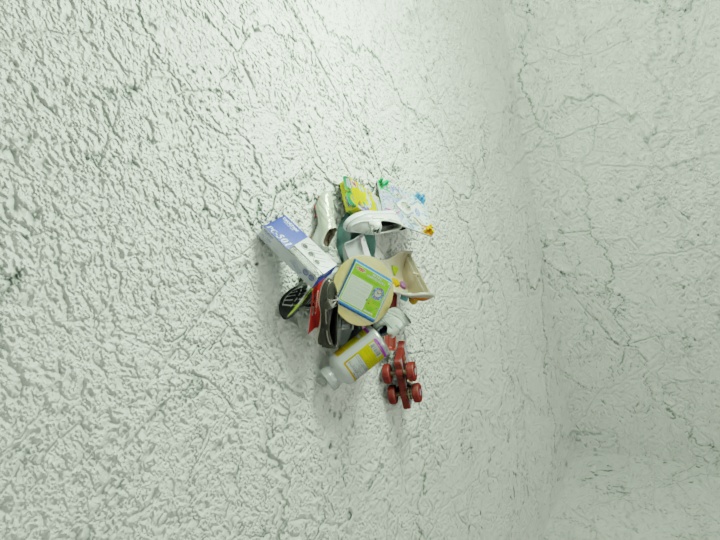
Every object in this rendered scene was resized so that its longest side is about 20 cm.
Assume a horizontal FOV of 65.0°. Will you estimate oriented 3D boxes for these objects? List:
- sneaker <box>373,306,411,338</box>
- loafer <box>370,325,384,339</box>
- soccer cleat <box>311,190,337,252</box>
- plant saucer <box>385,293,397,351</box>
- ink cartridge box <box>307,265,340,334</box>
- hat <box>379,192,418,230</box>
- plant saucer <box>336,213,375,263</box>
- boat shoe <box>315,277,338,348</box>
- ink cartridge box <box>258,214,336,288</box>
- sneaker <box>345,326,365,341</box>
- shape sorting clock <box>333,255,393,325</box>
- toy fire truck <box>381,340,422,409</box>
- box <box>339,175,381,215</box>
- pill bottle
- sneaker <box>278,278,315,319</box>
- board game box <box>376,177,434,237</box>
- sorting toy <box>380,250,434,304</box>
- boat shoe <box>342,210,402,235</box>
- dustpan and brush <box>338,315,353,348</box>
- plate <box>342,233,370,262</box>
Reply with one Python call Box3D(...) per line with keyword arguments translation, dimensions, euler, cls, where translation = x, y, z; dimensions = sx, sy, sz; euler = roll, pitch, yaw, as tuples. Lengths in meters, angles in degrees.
Box3D(translation=(0.065, 0.149, 1.681), dimensions=(0.087, 0.200, 0.075), euler=(-46, 110, -17), cls="sneaker")
Box3D(translation=(0.041, 0.189, 1.786), dimensions=(0.063, 0.072, 0.201), euler=(42, 46, -25), cls="loafer")
Box3D(translation=(-0.098, -0.141, 1.660), dimensions=(0.069, 0.077, 0.202), euler=(30, 62, -50), cls="soccer cleat")
Box3D(translation=(0.056, 0.166, 1.888), dimensions=(0.199, 0.036, 0.202), euler=(13, 76, -54), cls="plant saucer")
Box3D(translation=(-0.091, 0.081, 1.590), dimensions=(0.200, 0.050, 0.163), euler=(-44, 142, -75), cls="ink cartridge box")
Box3D(translation=(0.129, -0.193, 1.977), dimensions=(0.199, 0.081, 0.202), euler=(23, 42, -22), cls="hat")
Box3D(translation=(-0.004, -0.091, 1.828), dimensions=(0.199, 0.036, 0.202), euler=(6, 82, -55), cls="plant saucer")
Box3D(translation=(-0.079, 0.118, 1.531), dimensions=(0.067, 0.057, 0.202), euler=(-28, 129, -56), cls="boat shoe")
Box3D(translation=(-0.165, -0.052, 1.486), dimensions=(0.200, 0.044, 0.094), euler=(43, 40, 8), cls="ink cartridge box")
Box3D(translation=(-0.014, 0.151, 1.783), dimensions=(0.082, 0.069, 0.202), euler=(79, 17, -66), cls="sneaker")
Box3D(translation=(0.006, 0.057, 1.610), dimensions=(0.198, 0.039, 0.202), euler=(-2, 95, -26), cls="shape sorting clock")
Box3D(translation=(0.154, 0.366, 1.962), dimensions=(0.168, 0.111, 0.202), euler=(-59, 137, -65), cls="toy fire truck")
Box3D(translation=(0.001, -0.214, 1.805), dimensions=(0.200, 0.048, 0.118), euler=(29, 41, -52), cls="box")
Box3D(translation=(-0.020, 0.260, 1.654), dimensions=(0.199, 0.104, 0.105), euler=(-37, 122, -11), cls="pill bottle")
Box3D(translation=(-0.153, 0.077, 1.570), dimensions=(0.200, 0.073, 0.081), euler=(-50, 129, -43), cls="sneaker")
Box3D(translation=(0.156, -0.221, 1.940), dimensions=(0.199, 0.026, 0.201), euler=(17, 44, -26), cls="board game box")
Box3D(translation=(0.127, 0.030, 1.941), dimensions=(0.179, 0.107, 0.201), euler=(10, 44, -41), cls="sorting toy")
Box3D(translation=(0.043, -0.144, 1.757), dimensions=(0.199, 0.066, 0.074), euler=(-14, 140, -28), cls="boat shoe")
Box3D(translation=(-0.024, 0.123, 1.699), dimensions=(0.201, 0.057, 0.140), euler=(-80, 175, -48), cls="dustpan and brush")
Box3D(translation=(0.000, 0.000, 1.720), dimensions=(0.200, 0.032, 0.202), euler=(-40, 113, -70), cls="plate")
